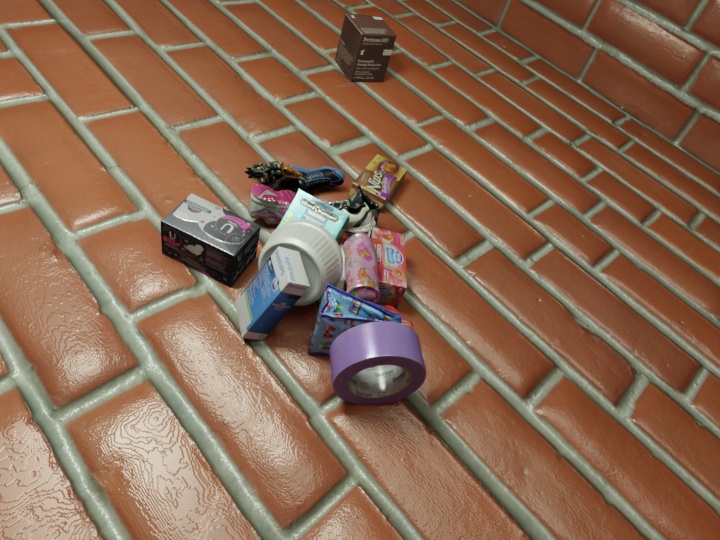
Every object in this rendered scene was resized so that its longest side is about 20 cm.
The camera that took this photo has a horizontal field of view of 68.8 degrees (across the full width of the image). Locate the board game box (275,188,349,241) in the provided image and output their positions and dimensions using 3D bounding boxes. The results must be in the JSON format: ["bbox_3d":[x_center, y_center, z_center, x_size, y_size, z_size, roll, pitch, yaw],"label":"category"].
[{"bbox_3d":[-0.140,-0.085,1.352,0.150,0.047,0.201,28,80,6],"label":"board game box"}]

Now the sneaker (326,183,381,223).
[{"bbox_3d":[-0.035,-0.190,1.492,0.198,0.141,0.078,15,44,-7],"label":"sneaker"}]

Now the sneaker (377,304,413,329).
[{"bbox_3d":[0.043,0.113,1.295,0.199,0.077,0.085,32,37,-8],"label":"sneaker"}]

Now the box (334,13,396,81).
[{"bbox_3d":[0.017,-0.894,2.119,0.164,0.201,0.165,-10,53,-27],"label":"box"}]

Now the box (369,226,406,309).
[{"bbox_3d":[0.062,-0.008,1.392,0.099,0.096,0.201,13,46,-9],"label":"box"}]

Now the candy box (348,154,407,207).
[{"bbox_3d":[0.058,-0.280,1.670,0.116,0.057,0.200,28,44,7],"label":"candy box"}]

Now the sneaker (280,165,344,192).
[{"bbox_3d":[-0.143,-0.265,1.579,0.198,0.070,0.078,1,51,-10],"label":"sneaker"}]

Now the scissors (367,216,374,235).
[{"bbox_3d":[0.007,-0.048,1.399,0.014,0.073,0.202,17,60,-15],"label":"scissors"}]

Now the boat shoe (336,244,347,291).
[{"bbox_3d":[-0.059,0.022,1.350,0.069,0.071,0.202,-5,53,12],"label":"boat shoe"}]

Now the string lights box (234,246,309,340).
[{"bbox_3d":[-0.200,0.054,1.163,0.059,0.200,0.103,15,40,-40],"label":"string lights box"}]

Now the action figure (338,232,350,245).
[{"bbox_3d":[-0.113,-0.093,1.410,0.198,0.066,0.052,8,12,0],"label":"action figure"}]

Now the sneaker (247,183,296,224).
[{"bbox_3d":[-0.230,-0.172,1.452,0.199,0.088,0.082,12,39,-41],"label":"sneaker"}]

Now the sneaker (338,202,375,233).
[{"bbox_3d":[-0.061,-0.141,1.446,0.198,0.081,0.074,-10,39,7],"label":"sneaker"}]

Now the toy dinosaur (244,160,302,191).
[{"bbox_3d":[-0.254,-0.280,1.501,0.136,0.199,0.103,-48,113,-40],"label":"toy dinosaur"}]

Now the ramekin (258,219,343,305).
[{"bbox_3d":[-0.147,-0.010,1.234,0.201,0.204,0.094,26,29,5],"label":"ramekin"}]

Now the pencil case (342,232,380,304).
[{"bbox_3d":[0.000,0.000,1.261,0.086,0.088,0.201,8,41,-13],"label":"pencil case"}]

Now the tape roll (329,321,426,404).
[{"bbox_3d":[0.035,0.200,1.117,0.198,0.201,0.086,5,48,-15],"label":"tape roll"}]

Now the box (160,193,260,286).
[{"bbox_3d":[-0.365,-0.078,1.289,0.198,0.115,0.133,26,46,4],"label":"box"}]

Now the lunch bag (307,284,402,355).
[{"bbox_3d":[-0.005,0.137,1.195,0.198,0.151,0.095,16,45,-5],"label":"lunch bag"}]
